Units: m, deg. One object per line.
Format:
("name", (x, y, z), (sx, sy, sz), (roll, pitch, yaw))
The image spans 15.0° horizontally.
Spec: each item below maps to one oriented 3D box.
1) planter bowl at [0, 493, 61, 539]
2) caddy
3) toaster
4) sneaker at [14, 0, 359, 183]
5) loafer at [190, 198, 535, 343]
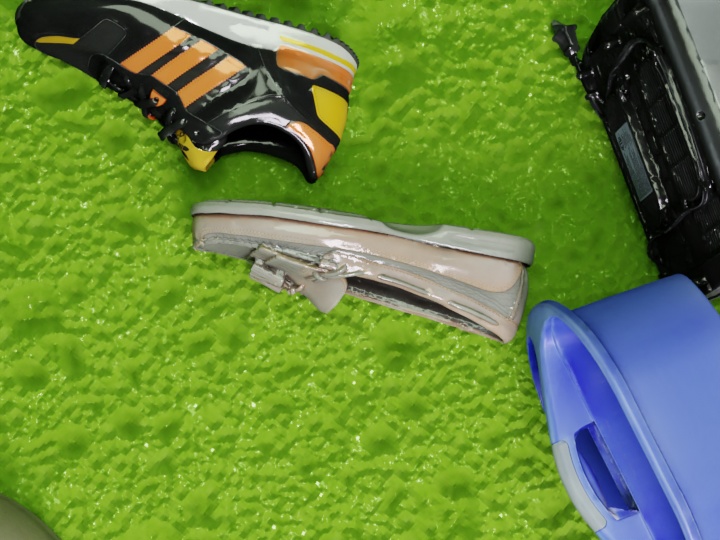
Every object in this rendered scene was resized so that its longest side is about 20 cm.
("planter bowl", (-0.238, 0.201, 1.451), (0.199, 0.135, 0.201), (1, 78, -5))
("caddy", (0.159, 0.100, 1.510), (0.105, 0.141, 0.201), (-24, 82, -15))
("toaster", (0.209, -0.089, 1.535), (0.118, 0.181, 0.201), (-19, 82, -12))
("sneaker", (-0.104, -0.105, 1.558), (0.199, 0.070, 0.090), (11, 75, -6))
("loafer", (0.000, 0.000, 1.552), (0.199, 0.072, 0.063), (7, 85, -8))
